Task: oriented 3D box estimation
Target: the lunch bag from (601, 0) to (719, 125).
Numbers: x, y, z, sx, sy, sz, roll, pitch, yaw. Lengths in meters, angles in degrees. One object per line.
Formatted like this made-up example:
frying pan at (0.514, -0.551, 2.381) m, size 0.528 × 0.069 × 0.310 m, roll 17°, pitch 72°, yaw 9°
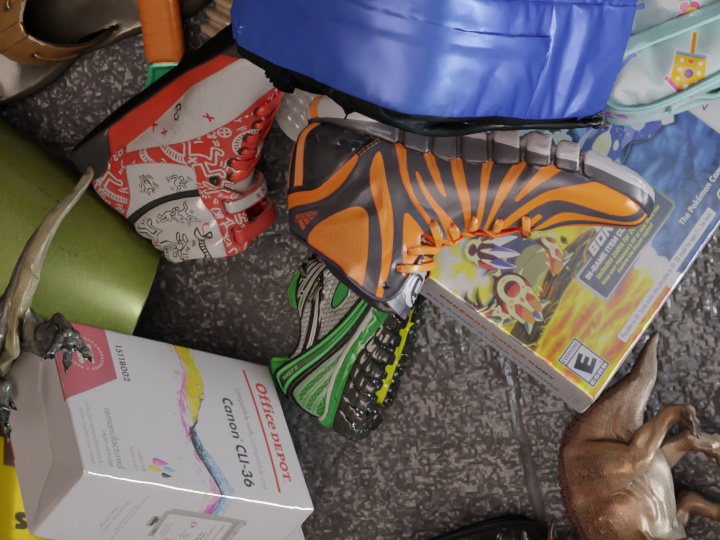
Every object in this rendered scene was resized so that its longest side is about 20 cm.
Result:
lunch bag at (0.199, -0.175, 1.258) m, size 0.200 × 0.077 × 0.161 m, roll -22°, pitch 80°, yaw 4°

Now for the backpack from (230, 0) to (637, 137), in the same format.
backpack at (0.032, -0.160, 1.162) m, size 0.162 × 0.200 × 0.168 m, roll 21°, pitch 111°, yaw 34°

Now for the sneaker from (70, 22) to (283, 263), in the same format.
sneaker at (-0.073, -0.077, 1.319) m, size 0.201 × 0.067 × 0.108 m, roll -31°, pitch 106°, yaw 38°

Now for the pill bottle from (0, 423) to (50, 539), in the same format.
pill bottle at (-0.202, 0.164, 1.426) m, size 0.109 × 0.109 × 0.200 m, roll 6°, pitch 104°, yaw 11°

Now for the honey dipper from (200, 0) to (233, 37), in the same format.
honey dipper at (-0.046, -0.230, 1.346) m, size 0.038 × 0.038 × 0.200 m, roll 23°, pitch 104°, yaw 6°

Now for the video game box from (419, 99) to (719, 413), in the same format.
video game box at (0.114, -0.052, 1.300) m, size 0.182 × 0.047 × 0.200 m, roll 35°, pitch 76°, yaw 5°

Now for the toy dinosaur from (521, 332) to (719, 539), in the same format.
toy dinosaur at (0.152, 0.142, 1.356) m, size 0.135 × 0.086 × 0.200 m, roll -8°, pitch 89°, yaw 24°

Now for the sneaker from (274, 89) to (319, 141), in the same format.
sneaker at (-0.016, -0.179, 1.323) m, size 0.078 × 0.079 × 0.200 m, roll 14°, pitch 115°, yaw 28°

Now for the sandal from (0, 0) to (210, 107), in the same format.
sandal at (-0.182, -0.156, 1.381) m, size 0.200 × 0.055 × 0.082 m, roll -17°, pitch 99°, yaw 14°

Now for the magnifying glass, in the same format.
magnifying glass at (-0.116, -0.109, 1.371) m, size 0.080 × 0.022 × 0.200 m, roll -1°, pitch 114°, yaw 10°

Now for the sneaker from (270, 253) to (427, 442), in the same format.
sneaker at (0.000, 0.000, 1.365) m, size 0.085 × 0.078 × 0.200 m, roll 25°, pitch 102°, yaw 15°

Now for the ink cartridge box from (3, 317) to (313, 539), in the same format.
ink cartridge box at (-0.105, 0.107, 1.336) m, size 0.200 × 0.117 × 0.068 m, roll 14°, pitch 131°, yaw -36°

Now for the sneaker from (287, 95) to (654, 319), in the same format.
sneaker at (0.056, -0.022, 1.234) m, size 0.200 × 0.078 × 0.112 m, roll 12°, pitch 80°, yaw 9°

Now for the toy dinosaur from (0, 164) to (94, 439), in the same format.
toy dinosaur at (-0.195, 0.041, 1.270) m, size 0.047 × 0.088 × 0.200 m, roll 18°, pitch 116°, yaw -34°

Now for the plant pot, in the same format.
plant pot at (-0.231, -0.009, 1.371) m, size 0.200 × 0.187 × 0.187 m, roll 23°, pitch 106°, yaw -9°

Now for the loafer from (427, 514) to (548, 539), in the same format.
loafer at (0.026, 0.210, 1.411) m, size 0.200 × 0.070 × 0.068 m, roll -29°, pitch 98°, yaw -1°
